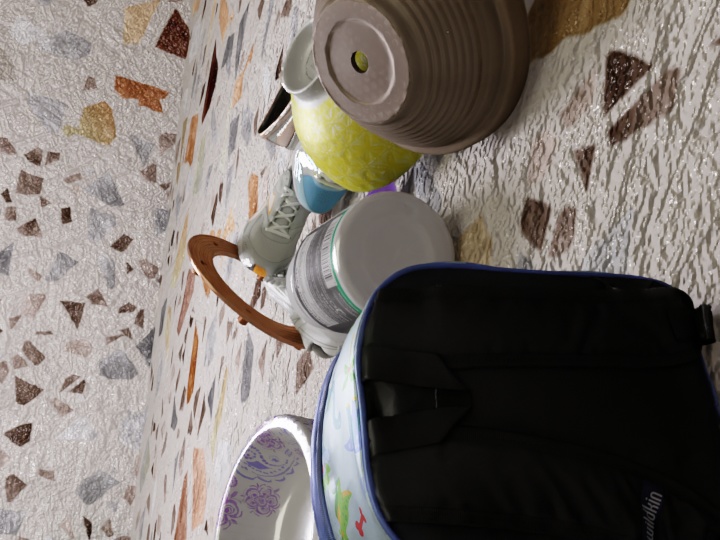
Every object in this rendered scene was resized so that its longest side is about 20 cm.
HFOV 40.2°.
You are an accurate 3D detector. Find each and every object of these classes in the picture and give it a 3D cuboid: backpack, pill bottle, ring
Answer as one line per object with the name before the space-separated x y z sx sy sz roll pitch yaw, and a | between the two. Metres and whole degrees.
backpack | 0.074 0.098 0.510 0.147 0.198 0.185 127 146 -55
pill bottle | 0.000 0.000 0.921 0.200 0.112 0.114 158 119 -70
ring | -0.125 0.028 1.166 0.019 0.200 0.201 -51 26 13

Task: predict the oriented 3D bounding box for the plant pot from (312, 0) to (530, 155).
plant pot | 0.026 -0.179 0.780 0.200 0.092 0.202 25 131 32

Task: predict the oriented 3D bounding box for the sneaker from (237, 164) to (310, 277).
sneaker | -0.092 -0.080 1.229 0.092 0.075 0.201 -57 10 47

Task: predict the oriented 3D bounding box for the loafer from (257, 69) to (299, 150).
loafer | -0.096 -0.257 1.414 0.072 0.062 0.201 -98 24 -43

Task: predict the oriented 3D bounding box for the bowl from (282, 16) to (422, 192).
bowl | -0.010 -0.187 0.949 0.199 0.107 0.202 -25 56 44

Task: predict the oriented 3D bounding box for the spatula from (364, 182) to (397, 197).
spatula | 0.003 -0.026 1.064 0.201 0.020 0.057 113 149 -52

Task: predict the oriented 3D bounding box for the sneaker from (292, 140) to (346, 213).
sneaker | -0.025 -0.117 1.110 0.131 0.079 0.201 -99 24 -47

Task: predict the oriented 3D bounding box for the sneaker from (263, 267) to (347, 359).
sneaker | -0.056 0.049 1.117 0.200 0.077 0.100 -144 38 -71

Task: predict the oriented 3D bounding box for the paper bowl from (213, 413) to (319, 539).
paper bowl | -0.038 0.226 0.809 0.200 0.104 0.202 -39 43 48
